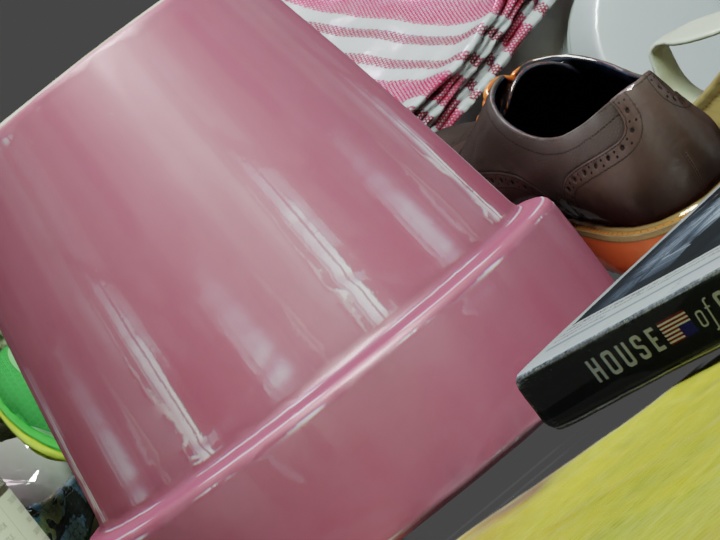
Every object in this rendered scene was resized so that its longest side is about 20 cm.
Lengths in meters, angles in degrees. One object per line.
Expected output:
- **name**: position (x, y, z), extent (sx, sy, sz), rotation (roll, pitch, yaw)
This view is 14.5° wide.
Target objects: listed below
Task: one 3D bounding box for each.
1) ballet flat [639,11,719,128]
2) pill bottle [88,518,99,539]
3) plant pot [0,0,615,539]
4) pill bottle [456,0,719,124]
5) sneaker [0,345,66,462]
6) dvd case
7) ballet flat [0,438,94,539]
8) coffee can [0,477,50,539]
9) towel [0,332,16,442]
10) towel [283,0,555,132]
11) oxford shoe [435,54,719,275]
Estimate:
- **ballet flat**: position (0.125, -0.058, 1.082), extent (0.069, 0.063, 0.200), rotation (-39, 3, -36)
- **pill bottle**: position (-0.219, 0.160, 1.412), extent (0.200, 0.104, 0.104), rotation (-39, 3, -34)
- **plant pot**: position (-0.039, 0.004, 0.951), extent (0.200, 0.179, 0.200), rotation (-38, 4, 3)
- **pill bottle**: position (0.099, -0.082, 1.263), extent (0.112, 0.112, 0.200), rotation (-39, 5, -23)
- **sneaker**: position (-0.076, 0.039, 1.170), extent (0.200, 0.084, 0.074), rotation (4, 18, 41)
- **dvd case**: position (0.148, -0.035, 0.830), extent (0.200, 0.025, 0.150), rotation (-41, 5, -39)
- **ballet flat**: position (-0.156, 0.078, 1.382), extent (0.074, 0.074, 0.200), rotation (-36, 24, 29)
- **coffee can**: position (-0.186, 0.103, 0.961), extent (0.146, 0.200, 0.146), rotation (-38, 3, 2)
- **towel**: position (-0.245, 0.022, 1.257), extent (0.148, 0.200, 0.036), rotation (-26, 31, 31)
- **towel**: position (-0.008, -0.092, 1.186), extent (0.146, 0.030, 0.200), rotation (9, 50, 41)
- **oxford shoe**: position (0.069, -0.048, 1.025), extent (0.071, 0.073, 0.200), rotation (-39, 20, -22)
